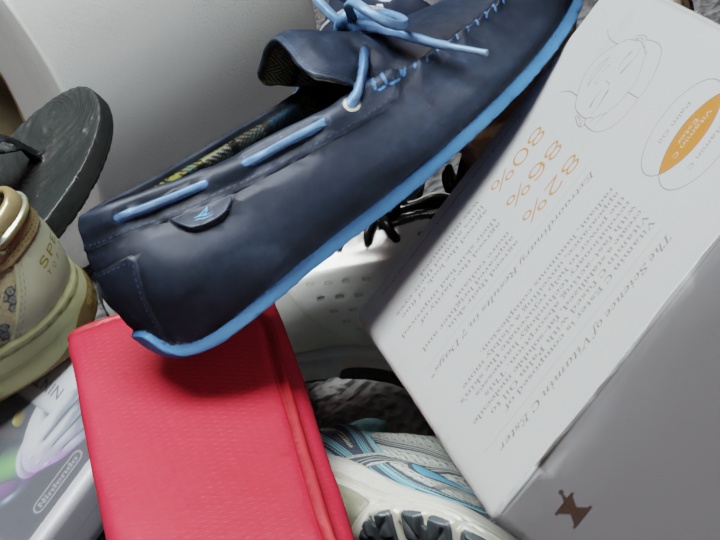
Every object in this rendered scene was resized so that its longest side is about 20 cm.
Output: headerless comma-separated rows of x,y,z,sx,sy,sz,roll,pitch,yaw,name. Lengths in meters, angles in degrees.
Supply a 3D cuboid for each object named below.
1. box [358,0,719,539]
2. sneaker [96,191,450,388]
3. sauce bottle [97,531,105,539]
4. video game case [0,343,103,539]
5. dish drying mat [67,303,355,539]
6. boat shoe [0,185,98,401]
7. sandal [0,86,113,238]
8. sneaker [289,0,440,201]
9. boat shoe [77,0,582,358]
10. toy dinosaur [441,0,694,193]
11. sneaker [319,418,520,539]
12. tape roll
0.101,0.012,0.741,0.153,0.106,0.200,-52,19,6,box
0.000,0.000,0.887,0.198,0.080,0.074,6,37,2,sneaker
-0.058,0.048,0.931,0.064,0.065,0.200,-8,30,24,sauce bottle
-0.172,0.103,0.877,0.200,0.023,0.181,-54,35,-9,video game case
-0.046,0.070,0.758,0.076,0.018,0.200,-10,36,-8,dish drying mat
-0.194,0.039,0.861,0.199,0.063,0.073,-33,37,-3,boat shoe
-0.177,-0.003,0.925,0.200,0.048,0.075,-43,36,-2,sandal
0.009,-0.070,0.971,0.200,0.070,0.109,101,-167,-80,sneaker
-0.007,-0.054,0.799,0.200,0.069,0.084,-42,12,-22,boat shoe
0.070,-0.049,0.919,0.135,0.200,0.086,-11,53,15,toy dinosaur
0.035,0.088,0.788,0.086,0.078,0.199,-28,31,-33,sneaker
-0.136,-0.120,1.131,0.139,0.204,0.202,-36,31,-27,tape roll
